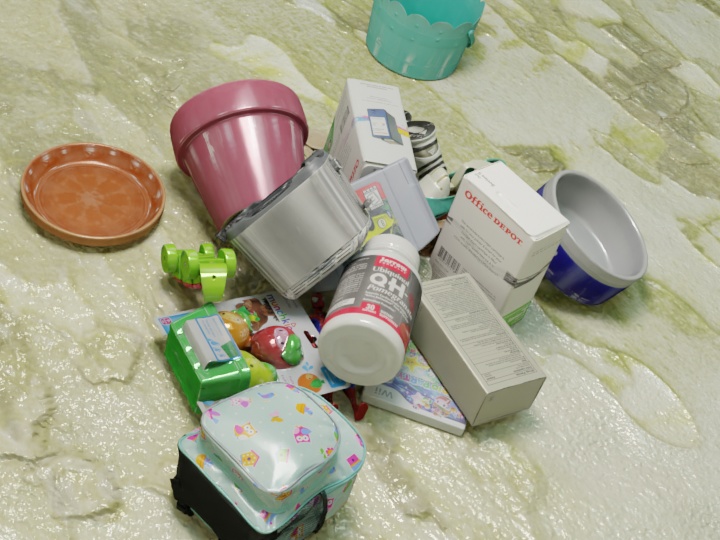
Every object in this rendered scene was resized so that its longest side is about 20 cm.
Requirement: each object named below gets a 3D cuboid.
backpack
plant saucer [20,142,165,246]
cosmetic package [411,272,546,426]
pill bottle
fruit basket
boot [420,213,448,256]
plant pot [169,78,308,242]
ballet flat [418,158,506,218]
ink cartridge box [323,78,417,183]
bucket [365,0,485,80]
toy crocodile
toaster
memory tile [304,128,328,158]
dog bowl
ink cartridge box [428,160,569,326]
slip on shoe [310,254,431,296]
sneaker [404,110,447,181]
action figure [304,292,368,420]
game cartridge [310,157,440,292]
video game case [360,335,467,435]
[{"bbox_3d":[-0.096,0.219,1.412,0.176,0.153,0.200,39,39,27],"label":"backpack"},{"bbox_3d":[-0.376,-0.105,1.724,0.200,0.032,0.200,10,42,-10],"label":"plant saucer"},{"bbox_3d":[0.148,0.102,1.650,0.103,0.073,0.200,-11,51,-29],"label":"cosmetic package"},{"bbox_3d":[0.019,0.044,1.581,0.111,0.111,0.200,19,41,-1],"label":"pill bottle"},{"bbox_3d":[-0.137,0.098,1.549,0.200,0.094,0.185,-15,51,-24],"label":"fruit basket"},{"bbox_3d":[0.167,-0.083,1.880,0.200,0.075,0.107,-2,42,-21],"label":"boot"},{"bbox_3d":[-0.158,-0.144,1.743,0.200,0.200,0.179,-5,63,-25],"label":"plant pot"},{"bbox_3d":[0.136,-0.128,1.827,0.200,0.070,0.067,-17,42,-24],"label":"ballet flat"},{"bbox_3d":[0.010,-0.165,1.823,0.087,0.145,0.200,8,43,-16],"label":"ink cartridge box"},{"bbox_3d":[0.111,-0.446,2.183,0.207,0.135,0.207,11,44,-10],"label":"bucket"},{"bbox_3d":[-0.214,-0.002,1.609,0.067,0.062,0.200,-2,8,-26],"label":"toy crocodile"},{"bbox_3d":[-0.081,-0.053,1.602,0.129,0.200,0.114,50,13,-9],"label":"toaster"},{"bbox_3d":[-0.034,-0.141,1.902,0.200,0.017,0.153,32,43,13],"label":"memory tile"},{"bbox_3d":[0.337,-0.050,1.851,0.200,0.079,0.200,27,42,-27],"label":"dog bowl"},{"bbox_3d":[0.189,-0.030,1.735,0.084,0.200,0.146,-25,58,-38],"label":"ink cartridge box"},{"bbox_3d":[0.000,0.000,1.742,0.200,0.074,0.061,0,7,-10],"label":"slip on shoe"},{"bbox_3d":[0.075,-0.184,1.955,0.076,0.115,0.200,-27,24,-12],"label":"sneaker"},{"bbox_3d":[-0.038,0.107,1.624,0.065,0.052,0.200,-3,45,-17],"label":"action figure"},{"bbox_3d":[0.003,-0.055,1.692,0.200,0.041,0.133,-27,100,-6],"label":"game cartridge"},{"bbox_3d":[0.089,0.125,1.672,0.143,0.018,0.200,20,43,-1],"label":"video game case"}]
